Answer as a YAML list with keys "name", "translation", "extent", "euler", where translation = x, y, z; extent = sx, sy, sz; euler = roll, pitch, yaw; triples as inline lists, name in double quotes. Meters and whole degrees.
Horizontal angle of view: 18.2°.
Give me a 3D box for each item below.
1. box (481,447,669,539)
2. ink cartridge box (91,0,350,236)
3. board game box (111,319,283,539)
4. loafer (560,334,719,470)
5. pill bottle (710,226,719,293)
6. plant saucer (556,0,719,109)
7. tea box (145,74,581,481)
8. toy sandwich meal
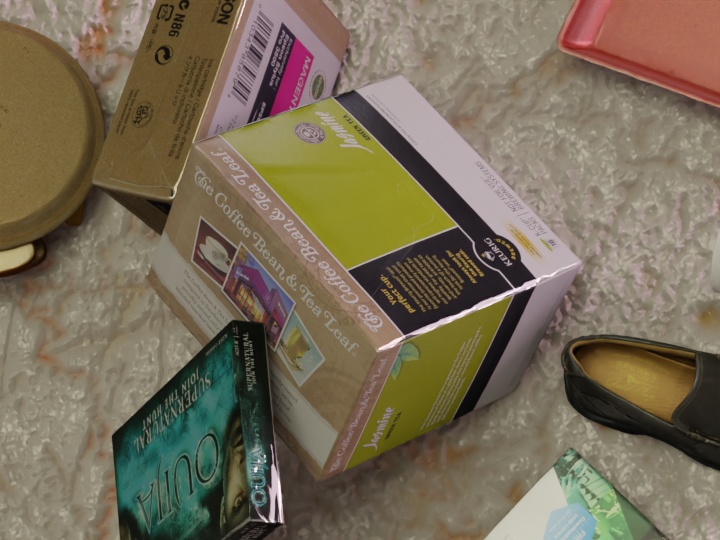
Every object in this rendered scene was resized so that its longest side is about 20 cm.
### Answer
- name: "box"
  translation: [0.160, 0.235, 1.472]
  extent: [0.144, 0.036, 0.200]
  euler: [-47, 67, -1]
- name: "ink cartridge box"
  translation: [-0.095, -0.118, 1.592]
  extent: [0.075, 0.165, 0.201]
  euler: [12, 77, 26]
- name: "board game box"
  translation: [-0.109, 0.135, 1.466]
  extent: [0.028, 0.200, 0.136]
  euler: [7, 61, -27]
- name: "loafer"
  translation: [0.225, 0.087, 1.480]
  extent: [0.199, 0.072, 0.073]
  euler: [10, 75, 19]
- name: "pill bottle"
  translation: [0.332, 0.006, 1.452]
  extent: [0.199, 0.111, 0.111]
  euler: [16, 78, 20]
- name: "plant saucer"
  translation: [0.267, -0.206, 1.582]
  extent: [0.199, 0.037, 0.201]
  euler: [22, 80, 22]
- name: "tea box"
  translation: [0.000, 0.000, 1.496]
  extent: [0.196, 0.134, 0.200]
  euler: [-20, 57, -39]
- name: "toy sandwich meal"
  translation: [-0.283, -0.089, 1.683]
  extent: [0.204, 0.070, 0.207]
  euler: [2, 71, -7]
